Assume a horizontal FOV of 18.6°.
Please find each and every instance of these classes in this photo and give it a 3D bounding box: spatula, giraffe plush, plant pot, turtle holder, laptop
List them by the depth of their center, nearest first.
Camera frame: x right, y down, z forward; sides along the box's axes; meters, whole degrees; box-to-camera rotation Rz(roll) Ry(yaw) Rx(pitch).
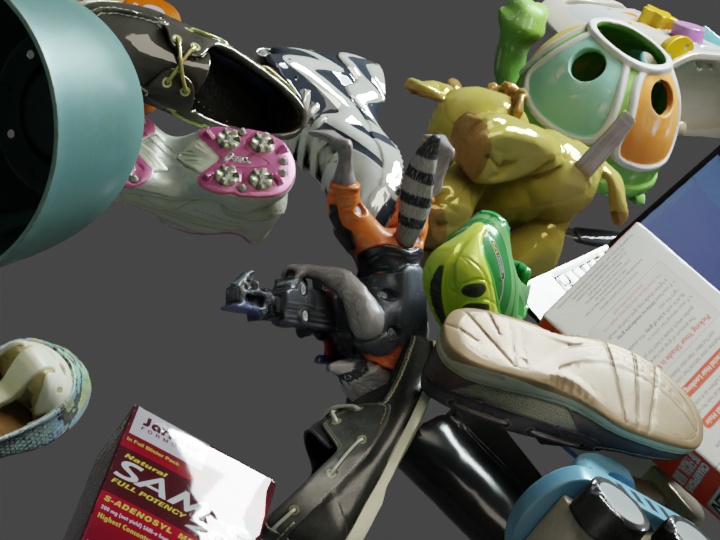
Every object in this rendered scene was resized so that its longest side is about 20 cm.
[{"bbox_3d":[-0.235,-0.100,1.432,0.201,0.201,0.161,48,24,14],"label":"plant pot"},{"bbox_3d":[0.246,0.024,1.625,0.199,0.103,0.177,-22,66,-46],"label":"laptop"},{"bbox_3d":[0.098,-0.085,1.728,0.162,0.200,0.173,44,-12,51],"label":"giraffe plush"},{"bbox_3d":[0.170,-0.037,1.836,0.199,0.021,0.057,13,38,-31],"label":"spatula"},{"bbox_3d":[0.196,-0.150,1.878,0.140,0.132,0.186,10,33,-24],"label":"turtle holder"}]

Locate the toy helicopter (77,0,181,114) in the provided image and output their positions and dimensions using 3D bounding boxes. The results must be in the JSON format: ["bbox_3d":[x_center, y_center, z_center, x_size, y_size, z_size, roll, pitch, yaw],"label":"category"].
[{"bbox_3d":[-0.229,-0.199,1.652,0.132,0.079,0.200,-6,43,-32],"label":"toy helicopter"}]

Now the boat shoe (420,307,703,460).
[{"bbox_3d":[0.133,0.085,1.470,0.199,0.065,0.072,18,44,-19],"label":"boat shoe"}]

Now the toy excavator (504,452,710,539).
[{"bbox_3d":[0.173,0.170,1.473,0.194,0.100,0.200,30,21,-25],"label":"toy excavator"}]

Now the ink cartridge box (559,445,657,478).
[{"bbox_3d":[0.227,0.078,1.709,0.144,0.084,0.200,39,37,3],"label":"ink cartridge box"}]

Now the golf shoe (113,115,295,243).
[{"bbox_3d":[-0.147,-0.063,1.566,0.199,0.092,0.076,12,55,2],"label":"golf shoe"}]

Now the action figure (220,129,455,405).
[{"bbox_3d":[0.000,0.000,1.540,0.199,0.104,0.195,-2,95,-52],"label":"action figure"}]

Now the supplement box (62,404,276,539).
[{"bbox_3d":[-0.127,0.185,1.323,0.108,0.061,0.201,29,37,-11],"label":"supplement box"}]

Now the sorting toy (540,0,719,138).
[{"bbox_3d":[0.259,-0.204,2.048,0.199,0.107,0.180,0,32,-40],"label":"sorting toy"}]

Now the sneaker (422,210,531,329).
[{"bbox_3d":[0.095,0.035,1.562,0.074,0.201,0.084,25,60,22],"label":"sneaker"}]

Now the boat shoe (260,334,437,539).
[{"bbox_3d":[-0.002,0.113,1.466,0.067,0.072,0.200,31,55,0],"label":"boat shoe"}]

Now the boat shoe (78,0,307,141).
[{"bbox_3d":[-0.124,-0.142,1.576,0.201,0.060,0.072,23,77,-40],"label":"boat shoe"}]

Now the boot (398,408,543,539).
[{"bbox_3d":[0.096,0.187,1.495,0.200,0.066,0.165,52,27,10],"label":"boot"}]

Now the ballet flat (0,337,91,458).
[{"bbox_3d":[-0.225,0.079,1.347,0.074,0.074,0.200,46,37,11],"label":"ballet flat"}]

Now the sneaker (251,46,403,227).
[{"bbox_3d":[-0.043,-0.103,1.686,0.129,0.080,0.200,15,47,-20],"label":"sneaker"}]

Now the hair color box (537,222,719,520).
[{"bbox_3d":[0.230,0.076,1.556,0.200,0.064,0.111,42,66,14],"label":"hair color box"}]
